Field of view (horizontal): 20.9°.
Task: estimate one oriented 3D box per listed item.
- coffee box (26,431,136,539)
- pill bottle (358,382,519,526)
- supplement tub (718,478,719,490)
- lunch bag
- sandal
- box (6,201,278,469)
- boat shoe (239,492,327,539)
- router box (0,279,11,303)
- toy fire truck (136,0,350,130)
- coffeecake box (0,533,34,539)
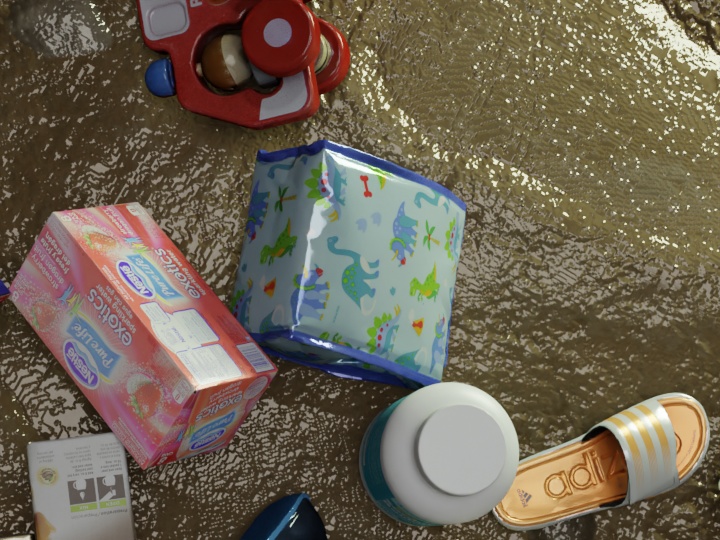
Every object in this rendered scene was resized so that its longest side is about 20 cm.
[{"bbox_3d":[-0.217,0.236,1.561,0.079,0.114,0.201,-7,82,-9],"label":"coffee box"},{"bbox_3d":[0.064,0.149,1.567,0.110,0.200,0.112,1,82,-7],"label":"pill bottle"},{"bbox_3d":[0.414,0.203,1.635,0.200,0.144,0.145,40,79,-1],"label":"supplement tub"},{"bbox_3d":[0.000,0.000,1.622,0.199,0.127,0.171,16,79,-35],"label":"lunch bag"},{"bbox_3d":[0.210,0.169,1.656,0.206,0.059,0.080,-23,86,-10],"label":"sandal"},{"bbox_3d":[-0.175,0.049,1.552,0.200,0.102,0.095,48,121,22],"label":"box"},{"bbox_3d":[-0.083,0.263,1.567,0.200,0.084,0.069,-46,107,-33],"label":"boat shoe"},{"bbox_3d":[-0.411,0.000,1.568,0.179,0.049,0.200,-39,88,13],"label":"router box"},{"bbox_3d":[-0.108,-0.215,1.655,0.167,0.112,0.201,-12,82,15],"label":"toy fire truck"},{"bbox_3d":[-0.350,0.301,1.554,0.199,0.073,0.155,-8,84,-8],"label":"coffeecake box"}]
